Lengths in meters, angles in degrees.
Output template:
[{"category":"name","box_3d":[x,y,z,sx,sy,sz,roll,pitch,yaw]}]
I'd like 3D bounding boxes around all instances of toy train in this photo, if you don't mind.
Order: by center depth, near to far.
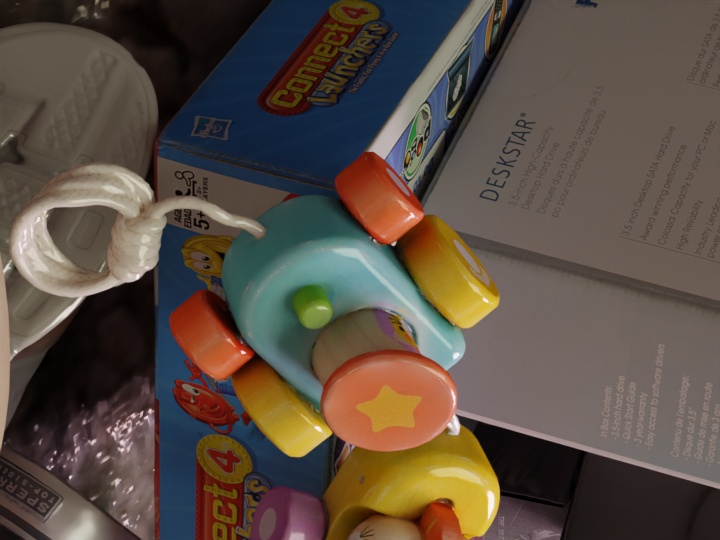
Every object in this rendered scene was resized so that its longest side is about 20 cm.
[{"category":"toy train","box_3d":[-0.030,0.065,0.635,0.150,0.056,0.200,-8,127,-15]}]

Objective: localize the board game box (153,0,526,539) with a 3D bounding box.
[{"category":"board game box","box_3d":[0.000,0.000,0.757,0.200,0.056,0.196,-56,156,-51]}]

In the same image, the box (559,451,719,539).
[{"category":"box","box_3d":[0.147,0.046,0.834,0.149,0.124,0.200,99,11,-46]}]

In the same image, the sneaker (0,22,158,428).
[{"category":"sneaker","box_3d":[-0.123,0.021,0.666,0.200,0.077,0.082,-56,176,-2]}]

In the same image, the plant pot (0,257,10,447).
[{"category":"plant pot","box_3d":[-0.149,0.016,0.514,0.187,0.187,0.200,-55,165,-8]}]

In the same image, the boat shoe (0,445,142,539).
[{"category":"boat shoe","box_3d":[-0.081,0.126,0.803,0.068,0.072,0.200,-56,148,-10]}]

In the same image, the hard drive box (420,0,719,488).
[{"category":"hard drive box","box_3d":[0.131,-0.013,0.726,0.077,0.200,0.156,90,22,-46]}]

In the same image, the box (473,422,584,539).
[{"category":"box","box_3d":[0.077,0.100,0.990,0.159,0.048,0.200,-67,162,-45]}]
